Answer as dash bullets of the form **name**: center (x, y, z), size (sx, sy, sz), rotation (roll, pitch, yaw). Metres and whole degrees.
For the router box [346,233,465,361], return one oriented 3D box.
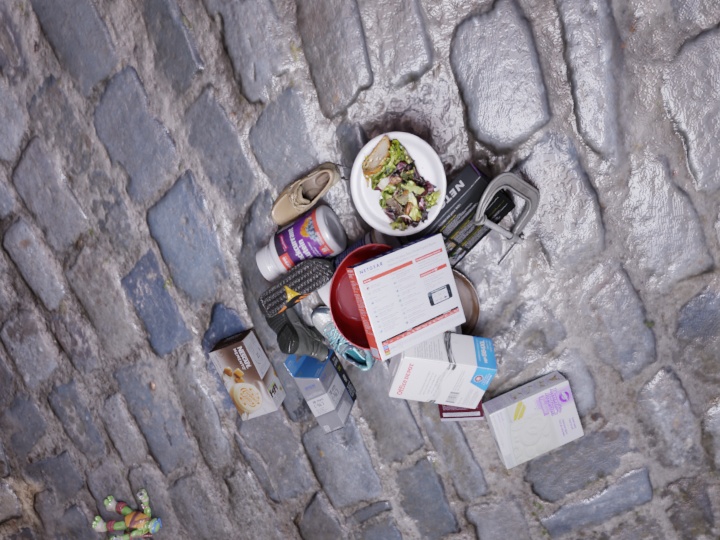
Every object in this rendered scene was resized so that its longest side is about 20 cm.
- **router box**: center (0.091, 0.048, 1.055), size (0.195, 0.049, 0.185), rotation (-20, 98, -20)

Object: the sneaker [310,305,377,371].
- **sneaker**: center (-0.038, 0.162, 1.310), size (0.198, 0.087, 0.078), rotation (37, 112, -1)

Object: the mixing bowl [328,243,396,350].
- **mixing bowl**: center (0.014, 0.051, 1.108), size (0.194, 0.108, 0.207), rotation (0, 91, -20)

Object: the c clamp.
- **c clamp**: center (0.294, -0.105, 1.118), size (0.198, 0.027, 0.172), rotation (26, 107, -42)

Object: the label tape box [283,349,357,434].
- **label tape box**: center (-0.090, 0.264, 1.325), size (0.062, 0.145, 0.204), rotation (-24, 102, 19)

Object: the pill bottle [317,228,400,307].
- **pill bottle**: center (0.000, 0.000, 1.232), size (0.198, 0.116, 0.117), rotation (-34, 99, 21)

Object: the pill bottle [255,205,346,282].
- **pill bottle**: center (-0.138, -0.054, 1.248), size (0.196, 0.112, 0.113), rotation (-27, 101, 20)

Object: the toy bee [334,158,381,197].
- **toy bee**: center (0.060, -0.190, 1.157), size (0.201, 0.130, 0.109), rotation (48, 68, -13)

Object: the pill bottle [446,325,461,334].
- **pill bottle**: center (0.119, 0.128, 1.215), size (0.194, 0.117, 0.120), rotation (-14, 105, 17)

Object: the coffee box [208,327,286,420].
- **coffee box**: center (-0.287, 0.266, 1.407), size (0.112, 0.080, 0.205), rotation (-19, 103, 18)

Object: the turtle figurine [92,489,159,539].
- **turtle figurine**: center (-0.700, 0.724, 1.626), size (0.188, 0.200, 0.149), rotation (1, 75, 17)

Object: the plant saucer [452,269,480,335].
- **plant saucer**: center (0.178, 0.084, 1.264), size (0.194, 0.032, 0.207), rotation (4, 108, 12)

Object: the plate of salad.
- **plate of salad**: center (0.071, -0.166, 1.077), size (0.194, 0.048, 0.207), rotation (5, 109, 14)

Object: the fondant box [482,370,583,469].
- **fondant box**: center (0.394, 0.341, 1.254), size (0.195, 0.058, 0.148), rotation (-23, 103, -2)

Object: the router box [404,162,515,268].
- **router box**: center (0.206, -0.105, 1.137), size (0.147, 0.052, 0.200), rotation (24, 118, -42)

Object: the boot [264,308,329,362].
- **boot**: center (-0.154, 0.135, 1.326), size (0.068, 0.203, 0.129), rotation (-45, 139, 21)

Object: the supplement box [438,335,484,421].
- **supplement box**: center (0.225, 0.253, 1.276), size (0.105, 0.061, 0.205), rotation (-5, 118, 14)

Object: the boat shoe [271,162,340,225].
- **boat shoe**: center (-0.133, -0.170, 1.233), size (0.198, 0.065, 0.072), rotation (-38, 97, 21)

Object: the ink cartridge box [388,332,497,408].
- **ink cartridge box**: center (0.165, 0.203, 1.143), size (0.193, 0.086, 0.148), rotation (10, 135, -5)

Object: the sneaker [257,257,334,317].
- **sneaker**: center (-0.137, 0.030, 1.227), size (0.197, 0.090, 0.071), rotation (-32, 89, 16)
